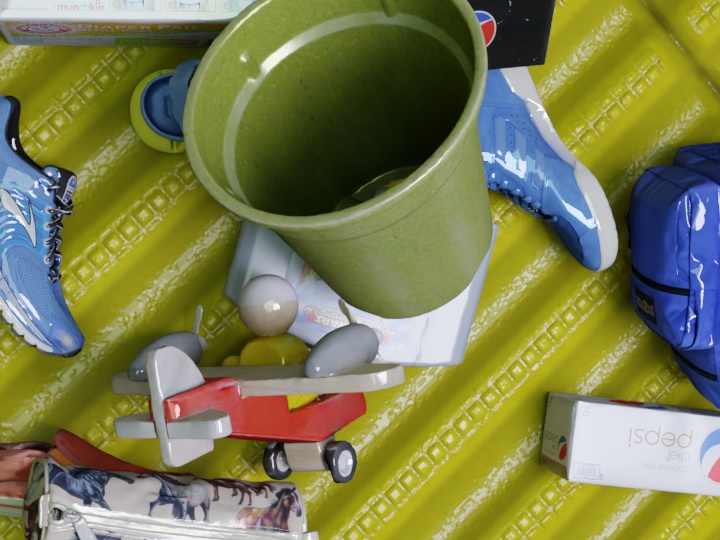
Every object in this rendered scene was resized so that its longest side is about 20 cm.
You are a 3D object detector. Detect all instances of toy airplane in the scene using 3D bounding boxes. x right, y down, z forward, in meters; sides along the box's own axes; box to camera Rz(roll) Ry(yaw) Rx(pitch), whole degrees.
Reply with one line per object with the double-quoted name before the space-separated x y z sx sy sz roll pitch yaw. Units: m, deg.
"toy airplane" -0.079 0.071 0.876 0.196 0.199 0.144 6 79 -8

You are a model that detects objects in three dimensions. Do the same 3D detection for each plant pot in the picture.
"plant pot" 0.007 -0.067 0.836 0.197 0.185 0.203 -9 57 15

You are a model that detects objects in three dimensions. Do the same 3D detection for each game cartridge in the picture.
"game cartridge" 0.000 0.000 0.972 0.197 0.042 0.135 16 84 -11

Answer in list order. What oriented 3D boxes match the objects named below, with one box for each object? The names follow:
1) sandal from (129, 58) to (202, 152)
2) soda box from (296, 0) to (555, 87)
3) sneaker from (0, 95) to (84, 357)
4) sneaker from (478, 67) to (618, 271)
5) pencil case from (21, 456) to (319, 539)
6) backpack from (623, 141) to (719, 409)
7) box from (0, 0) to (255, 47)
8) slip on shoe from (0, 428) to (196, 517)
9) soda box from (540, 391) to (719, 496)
"sandal" -0.071 -0.128 0.930 0.197 0.087 0.081 -12 91 -12
"soda box" 0.039 -0.185 0.906 0.197 0.064 0.072 -7 130 -16
"sneaker" -0.240 -0.034 0.902 0.088 0.079 0.203 -22 95 -7
"sneaker" 0.110 -0.070 0.968 0.110 0.077 0.202 -30 92 -15
"pencil case" -0.129 0.175 0.851 0.197 0.089 0.079 9 91 -17
"backpack" 0.296 0.009 0.970 0.165 0.163 0.203 -7 105 -2
"box" -0.162 -0.220 0.897 0.196 0.112 0.103 -1 91 -10
"slip on shoe" -0.212 0.149 0.917 0.196 0.074 0.062 6 87 -6
"soda box" 0.249 0.142 1.005 0.197 0.068 0.065 8 90 -11
